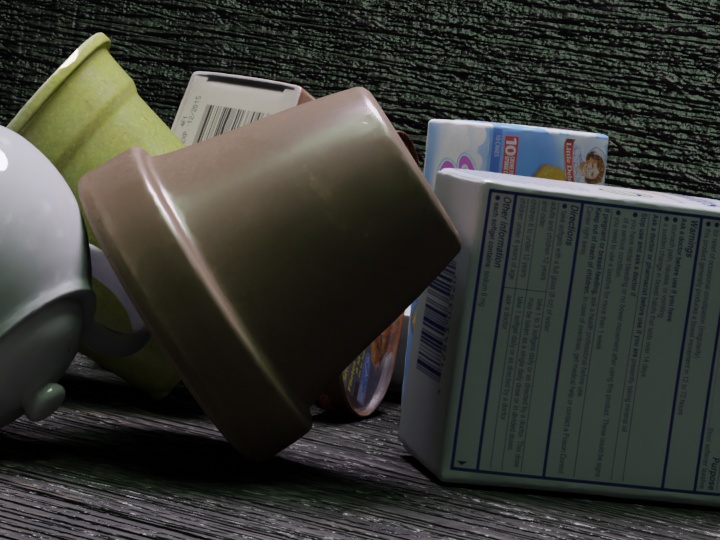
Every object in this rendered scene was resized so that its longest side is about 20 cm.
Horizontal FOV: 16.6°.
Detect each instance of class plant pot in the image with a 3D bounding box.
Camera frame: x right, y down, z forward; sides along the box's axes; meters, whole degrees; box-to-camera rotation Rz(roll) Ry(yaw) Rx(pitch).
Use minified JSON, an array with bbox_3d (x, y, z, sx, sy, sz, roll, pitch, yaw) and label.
[{"bbox_3d":[-0.041,-0.014,1.438,0.174,0.201,0.200,-32,7,0],"label":"plant pot"},{"bbox_3d":[-0.161,-0.020,1.624,0.184,0.201,0.200,39,5,-2],"label":"plant pot"}]

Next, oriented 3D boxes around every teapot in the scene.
[{"bbox_3d":[-0.217,0.024,1.385,0.146,0.200,0.197,45,-16,11],"label":"teapot"}]

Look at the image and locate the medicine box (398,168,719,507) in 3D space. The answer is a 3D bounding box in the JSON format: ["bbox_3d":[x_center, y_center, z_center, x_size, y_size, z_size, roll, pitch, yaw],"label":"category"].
[{"bbox_3d":[0.141,0.040,1.518,0.199,0.183,0.103,6,6,-14],"label":"medicine box"}]

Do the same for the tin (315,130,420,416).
[{"bbox_3d":[0.000,0.000,1.687,0.042,0.201,0.112,6,-18,17],"label":"tin"}]

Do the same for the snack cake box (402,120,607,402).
[{"bbox_3d":[0.099,0.002,1.681,0.115,0.201,0.067,2,4,-39],"label":"snack cake box"}]

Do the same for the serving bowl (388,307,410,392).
[{"bbox_3d":[0.033,0.054,1.851,0.199,0.066,0.200,8,6,-1],"label":"serving bowl"}]

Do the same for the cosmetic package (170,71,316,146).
[{"bbox_3d":[-0.044,-0.059,1.761,0.103,0.088,0.200,10,-16,32],"label":"cosmetic package"}]
